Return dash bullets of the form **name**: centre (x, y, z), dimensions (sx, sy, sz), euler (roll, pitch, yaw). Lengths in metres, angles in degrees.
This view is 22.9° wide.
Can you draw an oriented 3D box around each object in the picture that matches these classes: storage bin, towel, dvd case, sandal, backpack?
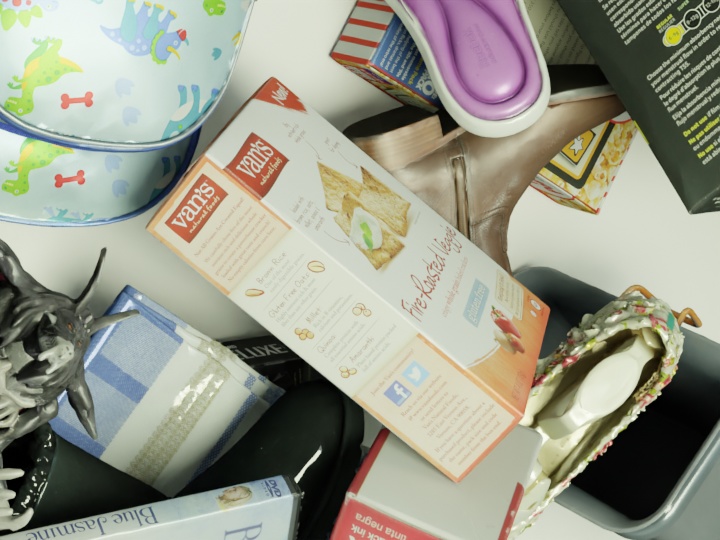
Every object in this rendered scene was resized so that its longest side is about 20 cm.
- **storage bin**: centre (0.167, 0.096, 1.094), dimensions (0.146, 0.200, 0.134), euler (-55, 133, -8)
- **towel**: centre (-0.092, 0.115, 0.956), dimensions (0.200, 0.024, 0.147), euler (37, 84, -29)
- **dvd case**: centre (-0.127, 0.171, 0.842), dimensions (0.199, 0.018, 0.143), euler (-10, 130, -24)
- **sandal**: centre (0.045, -0.167, 0.961), dimensions (0.082, 0.050, 0.203), euler (-29, 72, -7)
- **backpack**: centre (-0.148, -0.123, 0.869), dimensions (0.182, 0.147, 0.201), euler (9, 101, -29)

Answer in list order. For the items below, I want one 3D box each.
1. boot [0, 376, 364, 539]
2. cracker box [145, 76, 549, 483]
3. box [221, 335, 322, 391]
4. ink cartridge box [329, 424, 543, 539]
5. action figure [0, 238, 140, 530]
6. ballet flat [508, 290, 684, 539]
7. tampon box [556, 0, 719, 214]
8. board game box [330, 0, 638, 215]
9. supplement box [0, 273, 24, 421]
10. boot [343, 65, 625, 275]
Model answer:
- **boot**: centre (-0.106, 0.119, 0.895), dimensions (0.162, 0.073, 0.199), euler (29, 95, -32)
- **cracker box**: centre (0.000, 0.000, 0.904), dimensions (0.200, 0.134, 0.058), euler (39, 114, -6)
- **box**: centre (-0.080, 0.145, 1.022), dimensions (0.157, 0.050, 0.201), euler (-9, 106, -29)
- **ink cartridge box**: centre (0.015, 0.181, 0.927), dimensions (0.083, 0.147, 0.201), euler (22, 113, 6)
- **action figure**: centre (-0.184, 0.062, 0.789), dimensions (0.199, 0.102, 0.119), euler (-30, 117, -12)
- **ballet flat**: centre (0.102, 0.089, 0.994), dimensions (0.076, 0.064, 0.200), euler (42, 91, -3)
- **tampon box**: centre (0.205, -0.150, 0.967), dimensions (0.150, 0.126, 0.201), euler (-6, 61, -51)
- **board game box**: centre (0.098, -0.145, 1.069), dimensions (0.200, 0.046, 0.152), euler (30, 86, -33)
- **supplement box**: centre (-0.244, -0.010, 0.859), dimensions (0.086, 0.110, 0.200), euler (-47, 121, -11)
- **boot**: centre (0.089, -0.007, 1.027), dimensions (0.185, 0.064, 0.201), euler (-15, 110, -9)
